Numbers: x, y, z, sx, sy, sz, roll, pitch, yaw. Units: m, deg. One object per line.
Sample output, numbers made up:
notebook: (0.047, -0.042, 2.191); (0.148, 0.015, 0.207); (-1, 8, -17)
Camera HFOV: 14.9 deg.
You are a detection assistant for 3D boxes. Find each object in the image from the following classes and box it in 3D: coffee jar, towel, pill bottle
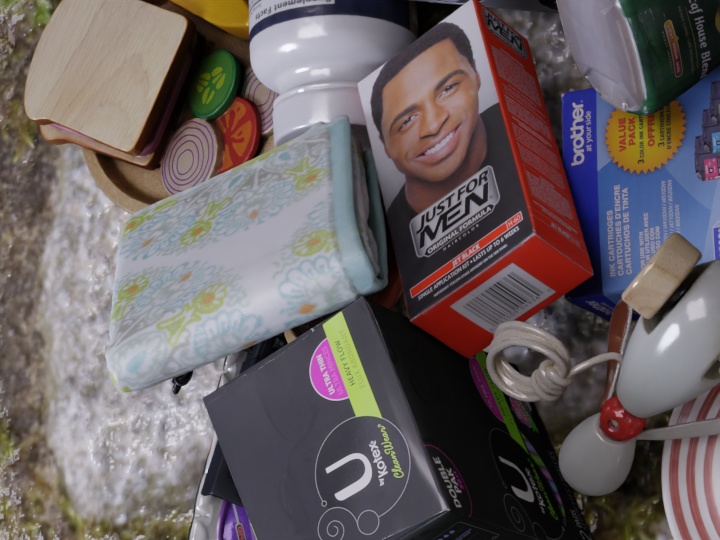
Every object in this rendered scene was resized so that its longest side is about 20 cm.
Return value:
coffee jar: (0.216, -0.181, 1.619); (0.200, 0.104, 0.085); (-32, 37, -18)
towel: (-0.068, -0.010, 1.669); (0.171, 0.048, 0.200); (-26, 25, 11)
pill bottle: (-0.018, -0.177, 1.804); (0.111, 0.111, 0.200); (-10, 72, 29)

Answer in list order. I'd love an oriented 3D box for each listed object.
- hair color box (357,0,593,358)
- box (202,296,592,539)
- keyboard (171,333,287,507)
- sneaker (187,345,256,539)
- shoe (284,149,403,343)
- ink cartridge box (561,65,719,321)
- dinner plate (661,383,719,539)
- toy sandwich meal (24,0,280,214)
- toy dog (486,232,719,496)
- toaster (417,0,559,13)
hair color box: (0.067, -0.057, 1.667); (0.101, 0.061, 0.200); (-36, 43, 24)
box: (0.027, 0.125, 1.640); (0.124, 0.200, 0.149); (-33, 62, 20)
keyboard: (-0.058, 0.054, 1.753); (0.127, 0.021, 0.200); (20, 69, -8)
sneaker: (-0.056, 0.110, 1.786); (0.083, 0.081, 0.200); (10, 74, 2)
shoe: (0.000, 0.000, 1.720); (0.070, 0.053, 0.200); (10, 40, 12)
ink cartridge box: (0.197, -0.047, 1.661); (0.200, 0.076, 0.137); (-10, 72, 31)
dinner plate: (0.270, 0.113, 1.601); (0.200, 0.024, 0.200); (-8, 73, 30)
toy sandwich meal: (-0.134, -0.130, 1.887); (0.205, 0.070, 0.205); (-9, 72, 29)
toy dog: (0.181, 0.045, 1.592); (0.200, 0.096, 0.132); (-27, 100, 47)
toaster: (0.106, -0.263, 1.714); (0.181, 0.119, 0.200); (6, 82, 5)
